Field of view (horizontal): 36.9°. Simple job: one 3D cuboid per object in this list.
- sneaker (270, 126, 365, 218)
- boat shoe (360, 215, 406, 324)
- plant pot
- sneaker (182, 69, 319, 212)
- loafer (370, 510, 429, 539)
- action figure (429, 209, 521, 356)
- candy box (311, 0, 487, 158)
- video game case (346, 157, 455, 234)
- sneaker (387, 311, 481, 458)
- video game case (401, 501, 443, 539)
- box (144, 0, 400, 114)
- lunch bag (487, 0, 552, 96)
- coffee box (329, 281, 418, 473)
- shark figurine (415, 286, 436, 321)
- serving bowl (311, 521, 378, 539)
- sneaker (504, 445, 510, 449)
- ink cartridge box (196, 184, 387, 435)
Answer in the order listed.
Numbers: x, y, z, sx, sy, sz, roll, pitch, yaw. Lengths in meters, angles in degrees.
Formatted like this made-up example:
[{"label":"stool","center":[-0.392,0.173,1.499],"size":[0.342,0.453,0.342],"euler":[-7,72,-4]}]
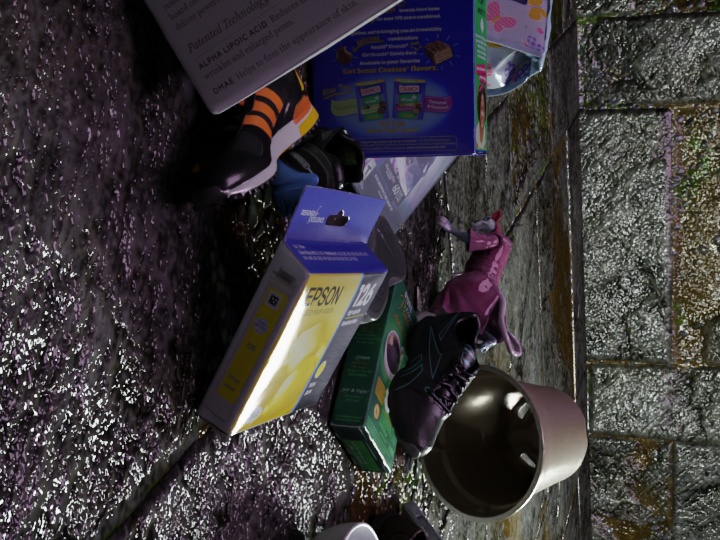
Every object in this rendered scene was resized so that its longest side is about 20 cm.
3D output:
[{"label":"sneaker","center":[-0.033,-0.090,0.967],"size":[0.200,0.081,0.072],"euler":[-74,152,-76]},{"label":"boat shoe","center":[0.001,0.002,1.150],"size":[0.075,0.064,0.202],"euler":[62,23,-19]},{"label":"plant pot","center":[0.209,0.227,1.463],"size":[0.182,0.199,0.204],"euler":[3,88,-49]},{"label":"sneaker","center":[-0.098,-0.120,0.849],"size":[0.091,0.069,0.201],"euler":[66,27,-20]},{"label":"loafer","center":[0.049,0.386,1.254],"size":[0.072,0.071,0.203],"euler":[-6,91,-43]},{"label":"action figure","center":[0.176,0.003,1.540],"size":[0.134,0.147,0.202],"euler":[46,62,-56]},{"label":"candy box","center":[0.039,-0.215,1.071],"size":[0.077,0.166,0.203],"euler":[-26,116,-74]},{"label":"video game case","center":[0.063,-0.140,1.233],"size":[0.201,0.019,0.143],"euler":[-51,148,-14]},{"label":"sneaker","center":[0.085,0.118,1.205],"size":[0.076,0.079,0.201],"euler":[48,38,-29]},{"label":"video game case","center":[0.087,0.413,1.327],"size":[0.182,0.022,0.203],"euler":[-145,-128,-74]},{"label":"box","center":[-0.029,-0.235,0.777],"size":[0.132,0.198,0.199],"euler":[59,28,-10]},{"label":"lunch bag","center":[0.129,-0.304,1.284],"size":[0.128,0.197,0.172],"euler":[63,34,-53]},{"label":"coffee box","center":[0.020,0.112,1.221],"size":[0.123,0.043,0.202],"euler":[64,33,-53]},{"label":"shark figurine","center":[0.094,0.083,1.377],"size":[0.214,0.088,0.130],"euler":[9,82,-73]},{"label":"serving bowl","center":[-0.034,0.343,1.041],"size":[0.200,0.065,0.204],"euler":[2,90,-71]},{"label":"sneaker","center":[0.199,0.303,1.665],"size":[0.200,0.103,0.061],"euler":[52,42,-61]},{"label":"ink cartridge box","center":[-0.040,0.032,0.916],"size":[0.202,0.047,0.197],"euler":[-61,163,11]}]
